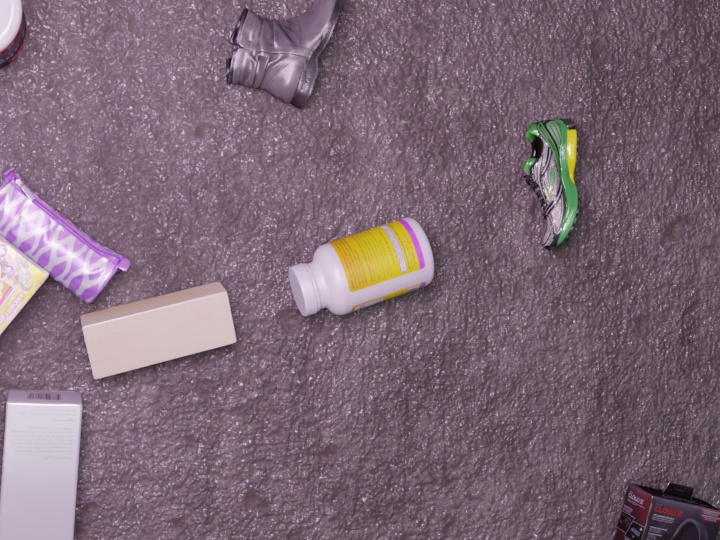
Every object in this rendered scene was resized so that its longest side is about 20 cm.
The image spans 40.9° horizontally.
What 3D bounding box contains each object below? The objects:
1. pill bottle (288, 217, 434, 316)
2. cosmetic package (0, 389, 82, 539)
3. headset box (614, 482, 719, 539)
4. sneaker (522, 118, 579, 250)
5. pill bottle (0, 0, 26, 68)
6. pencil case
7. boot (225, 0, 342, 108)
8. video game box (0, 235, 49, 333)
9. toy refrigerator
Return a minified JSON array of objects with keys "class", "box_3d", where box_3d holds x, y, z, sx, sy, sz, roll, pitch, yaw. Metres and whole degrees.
[{"class":"pill bottle","box_3d":[0.000,0.000,1.392,0.197,0.104,0.106,-18,100,-16]},{"class":"cosmetic package","box_3d":[-0.429,0.268,1.295,0.100,0.074,0.204,5,95,-18]},{"class":"headset box","box_3d":[0.505,0.453,1.609,0.146,0.075,0.203,15,90,-18]},{"class":"sneaker","box_3d":[0.287,-0.132,1.497,0.084,0.078,0.204,-1,86,-11]},{"class":"pill bottle","box_3d":[-0.463,-0.302,1.166,0.114,0.200,0.118,-1,95,-17]},{"class":"pencil case","box_3d":[-0.403,-0.046,1.267,0.199,0.084,0.085,41,113,-18]},{"class":"boot","box_3d":[-0.107,-0.340,1.351,0.130,0.070,0.203,20,84,-13]},{"class":"video game box","box_3d":[-0.520,0.024,1.193,0.182,0.047,0.201,41,82,-16]},{"class":"toy refrigerator","box_3d":[-0.278,0.080,1.330,0.197,0.070,0.077,-14,106,-15]}]
